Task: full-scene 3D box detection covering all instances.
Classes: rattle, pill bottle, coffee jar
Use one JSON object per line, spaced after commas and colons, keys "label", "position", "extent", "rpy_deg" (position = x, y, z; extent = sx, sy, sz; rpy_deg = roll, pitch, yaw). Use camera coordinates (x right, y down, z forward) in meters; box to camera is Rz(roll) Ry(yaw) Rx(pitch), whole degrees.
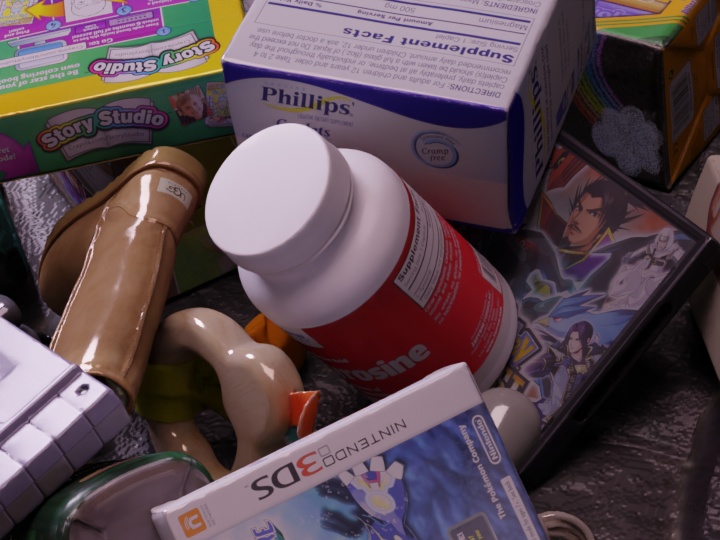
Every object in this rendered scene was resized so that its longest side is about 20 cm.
{"label": "rattle", "position": [-0.035, 0.077, 1.310], "extent": [0.142, 0.131, 0.200], "rpy_deg": [4, -11, -37]}
{"label": "pill bottle", "position": [0.000, 0.000, 1.300], "extent": [0.112, 0.200, 0.113], "rpy_deg": [-18, 53, 27]}
{"label": "coffee jar", "position": [-0.162, 0.152, 1.224], "extent": [0.104, 0.086, 0.200], "rpy_deg": [-23, 6, -36]}

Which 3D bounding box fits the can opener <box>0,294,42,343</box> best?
{"label": "can opener", "position": [-0.295, 0.088, 1.398], "extent": [0.200, 0.053, 0.067], "rpy_deg": [-41, 35, -15]}

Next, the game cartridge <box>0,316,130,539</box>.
{"label": "game cartridge", "position": [-0.226, 0.082, 1.216], "extent": [0.129, 0.039, 0.200], "rpy_deg": [-39, 36, -20]}

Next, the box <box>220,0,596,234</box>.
{"label": "box", "position": [0.036, -0.139, 1.385], "extent": [0.183, 0.105, 0.201], "rpy_deg": [11, 47, 17]}

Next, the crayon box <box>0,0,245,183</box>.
{"label": "crayon box", "position": [-0.171, -0.144, 1.455], "extent": [0.199, 0.059, 0.173], "rpy_deg": [-12, 43, -1]}

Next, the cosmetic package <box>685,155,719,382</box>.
{"label": "cosmetic package", "position": [0.264, 0.026, 1.315], "extent": [0.103, 0.088, 0.201], "rpy_deg": [3, 37, -14]}

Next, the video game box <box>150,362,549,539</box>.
{"label": "video game box", "position": [0.015, 0.175, 1.148], "extent": [0.181, 0.201, 0.047], "rpy_deg": [-26, -1, -14]}

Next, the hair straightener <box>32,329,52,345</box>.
{"label": "hair straightener", "position": [-0.197, 0.098, 1.405], "extent": [0.076, 0.041, 0.200], "rpy_deg": [-4, 35, 9]}

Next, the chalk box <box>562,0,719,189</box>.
{"label": "chalk box", "position": [0.156, -0.162, 1.557], "extent": [0.199, 0.125, 0.124], "rpy_deg": [20, 48, 31]}

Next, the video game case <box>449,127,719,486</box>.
{"label": "video game case", "position": [0.102, 0.007, 1.376], "extent": [0.181, 0.025, 0.200], "rpy_deg": [-51, 46, 2]}

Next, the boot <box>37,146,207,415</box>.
{"label": "boot", "position": [-0.169, 0.036, 1.348], "extent": [0.066, 0.175, 0.201], "rpy_deg": [28, 44, -15]}

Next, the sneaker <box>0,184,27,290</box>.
{"label": "sneaker", "position": [-0.290, -0.028, 1.557], "extent": [0.087, 0.075, 0.200], "rpy_deg": [-26, 29, -2]}

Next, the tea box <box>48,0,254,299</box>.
{"label": "tea box", "position": [-0.117, -0.110, 1.552], "extent": [0.196, 0.134, 0.200], "rpy_deg": [-26, 42, -16]}

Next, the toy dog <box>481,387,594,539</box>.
{"label": "toy dog", "position": [0.021, 0.156, 1.236], "extent": [0.199, 0.133, 0.096], "rpy_deg": [-26, 3, -24]}

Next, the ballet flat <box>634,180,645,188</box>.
{"label": "ballet flat", "position": [0.104, -0.040, 1.479], "extent": [0.199, 0.071, 0.071], "rpy_deg": [5, 42, 20]}
